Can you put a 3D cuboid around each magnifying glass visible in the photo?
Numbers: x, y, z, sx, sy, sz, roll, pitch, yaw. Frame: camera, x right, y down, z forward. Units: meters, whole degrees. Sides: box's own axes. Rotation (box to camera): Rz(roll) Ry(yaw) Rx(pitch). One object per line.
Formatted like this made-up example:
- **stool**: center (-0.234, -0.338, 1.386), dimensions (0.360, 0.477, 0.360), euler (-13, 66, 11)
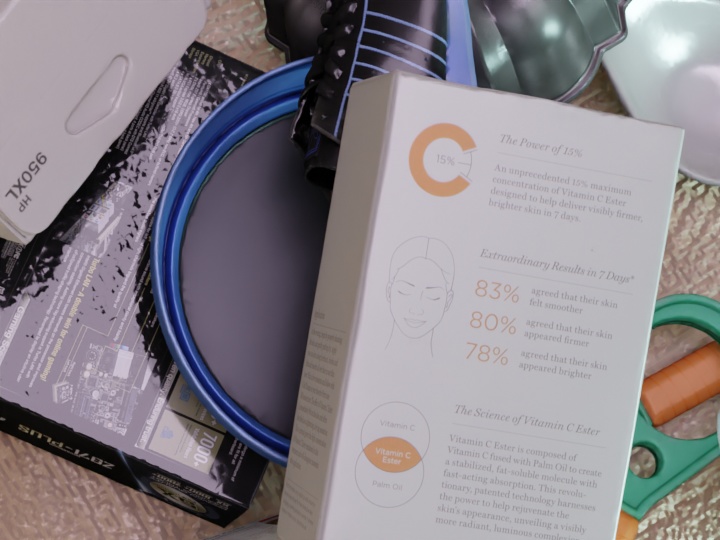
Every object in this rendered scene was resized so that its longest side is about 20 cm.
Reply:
- **magnifying glass**: center (0.125, 0.080, 1.174), dimensions (0.199, 0.022, 0.080), euler (-27, 84, -16)
- **magnifying glass**: center (0.136, 0.101, 1.138), dimensions (0.079, 0.022, 0.200), euler (30, 72, -2)

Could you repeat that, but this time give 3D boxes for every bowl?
- **bowl**: center (0.000, 0.000, 1.069), dimensions (0.200, 0.039, 0.202), euler (3, 78, -13)

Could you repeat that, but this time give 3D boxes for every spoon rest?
- **spoon rest**: center (0.142, -0.114, 1.199), dimensions (0.199, 0.061, 0.100), euler (25, 75, -4)

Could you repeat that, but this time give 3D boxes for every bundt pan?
- **bundt pan**: center (0.039, -0.167, 1.145), dimensions (0.201, 0.076, 0.203), euler (-4, 69, 10)

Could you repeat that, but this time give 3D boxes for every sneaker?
- **sneaker**: center (0.005, -0.087, 1.032), dimensions (0.078, 0.070, 0.201), euler (-8, 81, -22)

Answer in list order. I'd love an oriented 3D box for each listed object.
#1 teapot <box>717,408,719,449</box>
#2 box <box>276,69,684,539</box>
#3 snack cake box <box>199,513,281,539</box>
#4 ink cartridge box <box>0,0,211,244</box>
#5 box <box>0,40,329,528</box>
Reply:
- **teapot**: center (0.263, 0.075, 1.119), dimensions (0.197, 0.200, 0.146), euler (-40, 79, -6)
- **box**: center (0.047, 0.028, 0.957), dimensions (0.124, 0.097, 0.201), euler (10, 90, -12)
- **snack cake box**: center (-0.011, 0.142, 1.054), dimensions (0.199, 0.115, 0.067), euler (-17, 89, -13)
- **ink cartridge box**: center (-0.185, -0.106, 1.059), dimensions (0.145, 0.200, 0.084), euler (-55, 129, -16)
- **box**: center (-0.095, -0.002, 1.114), dimensions (0.163, 0.086, 0.201), euler (23, 74, -6)
